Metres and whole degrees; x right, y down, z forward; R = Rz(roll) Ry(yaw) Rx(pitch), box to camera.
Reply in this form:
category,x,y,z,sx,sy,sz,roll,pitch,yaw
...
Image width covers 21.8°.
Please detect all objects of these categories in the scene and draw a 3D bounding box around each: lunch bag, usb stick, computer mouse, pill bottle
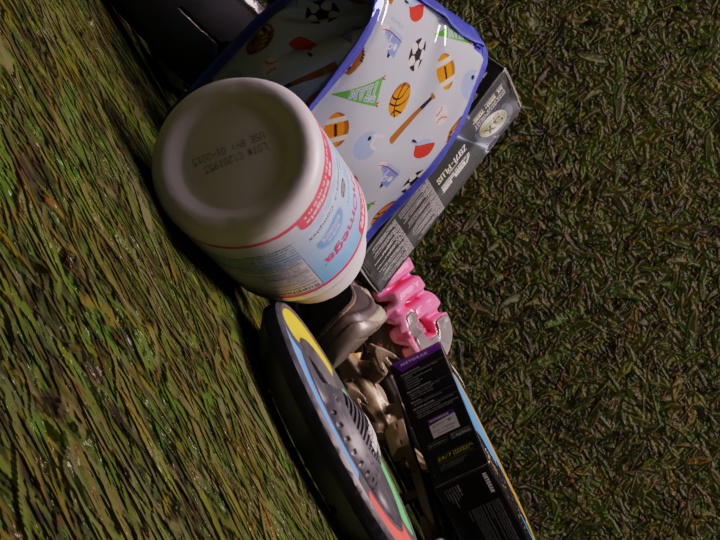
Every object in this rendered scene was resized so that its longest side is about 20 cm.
category,x,y,z,sx,sy,sz,roll,pitch,yaw
lunch bag,-0.015,-0.127,1.371,0.170,0.200,0.124,24,25,-54
usb stick,0.058,0.179,1.643,0.033,0.055,0.201,-20,80,-43
computer mouse,-0.113,-0.190,1.411,0.200,0.139,0.053,40,15,-22
pill bottle,-0.056,-0.043,1.216,0.109,0.108,0.200,63,4,19

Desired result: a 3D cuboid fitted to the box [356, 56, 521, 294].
category,x,y,z,sx,sy,sz,roll,pitch,yaw
box,0.005,-0.113,1.526,0.163,0.200,0.086,35,-7,22

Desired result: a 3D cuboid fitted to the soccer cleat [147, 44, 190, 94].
category,x,y,z,sx,sy,sz,roll,pitch,yaw
soccer cleat,-0.125,-0.164,1.548,0.081,0.067,0.200,52,1,20

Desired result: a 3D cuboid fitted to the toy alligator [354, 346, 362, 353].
category,x,y,z,sx,sy,sz,roll,pitch,yaw
toy alligator,0.008,0.046,1.691,0.054,0.059,0.201,-32,101,-44

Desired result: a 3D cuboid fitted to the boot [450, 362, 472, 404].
category,x,y,z,sx,sy,sz,roll,pitch,yaw
boot,0.088,0.173,1.855,0.212,0.079,0.158,62,4,-2

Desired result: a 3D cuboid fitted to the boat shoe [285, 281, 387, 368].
category,x,y,z,sx,sy,sz,roll,pitch,yaw
boat shoe,-0.032,0.029,1.440,0.073,0.074,0.200,46,-1,-7

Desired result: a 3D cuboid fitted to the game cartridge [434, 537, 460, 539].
category,x,y,z,sx,sy,sz,roll,pitch,yaw
game cartridge,0.088,0.274,1.457,0.134,0.041,0.200,59,3,12

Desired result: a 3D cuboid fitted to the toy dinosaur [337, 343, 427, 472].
category,x,y,z,sx,sy,sz,roll,pitch,yaw
toy dinosaur,0.000,0.095,1.566,0.201,0.058,0.101,60,-13,1

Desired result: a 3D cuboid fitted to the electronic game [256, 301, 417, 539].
category,x,y,z,sx,sy,sz,roll,pitch,yaw
electronic game,-0.012,0.111,1.228,0.201,0.041,0.200,62,3,-6

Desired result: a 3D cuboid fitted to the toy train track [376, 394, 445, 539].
category,x,y,z,sx,sy,sz,roll,pitch,yaw
toy train track,0.038,0.177,1.499,0.200,0.032,0.115,69,4,-57

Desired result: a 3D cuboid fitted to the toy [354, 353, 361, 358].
category,x,y,z,sx,sy,sz,roll,pitch,yaw
toy,0.010,0.067,1.807,0.115,0.047,0.200,58,4,-24

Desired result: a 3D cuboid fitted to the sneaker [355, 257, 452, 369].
category,x,y,z,sx,sy,sz,roll,pitch,yaw
sneaker,0.000,0.000,1.615,0.079,0.095,0.201,-27,96,-47

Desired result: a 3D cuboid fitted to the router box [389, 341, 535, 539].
category,x,y,z,sx,sy,sz,roll,pitch,yaw
router box,0.093,0.176,1.477,0.149,0.051,0.201,-111,175,-52
